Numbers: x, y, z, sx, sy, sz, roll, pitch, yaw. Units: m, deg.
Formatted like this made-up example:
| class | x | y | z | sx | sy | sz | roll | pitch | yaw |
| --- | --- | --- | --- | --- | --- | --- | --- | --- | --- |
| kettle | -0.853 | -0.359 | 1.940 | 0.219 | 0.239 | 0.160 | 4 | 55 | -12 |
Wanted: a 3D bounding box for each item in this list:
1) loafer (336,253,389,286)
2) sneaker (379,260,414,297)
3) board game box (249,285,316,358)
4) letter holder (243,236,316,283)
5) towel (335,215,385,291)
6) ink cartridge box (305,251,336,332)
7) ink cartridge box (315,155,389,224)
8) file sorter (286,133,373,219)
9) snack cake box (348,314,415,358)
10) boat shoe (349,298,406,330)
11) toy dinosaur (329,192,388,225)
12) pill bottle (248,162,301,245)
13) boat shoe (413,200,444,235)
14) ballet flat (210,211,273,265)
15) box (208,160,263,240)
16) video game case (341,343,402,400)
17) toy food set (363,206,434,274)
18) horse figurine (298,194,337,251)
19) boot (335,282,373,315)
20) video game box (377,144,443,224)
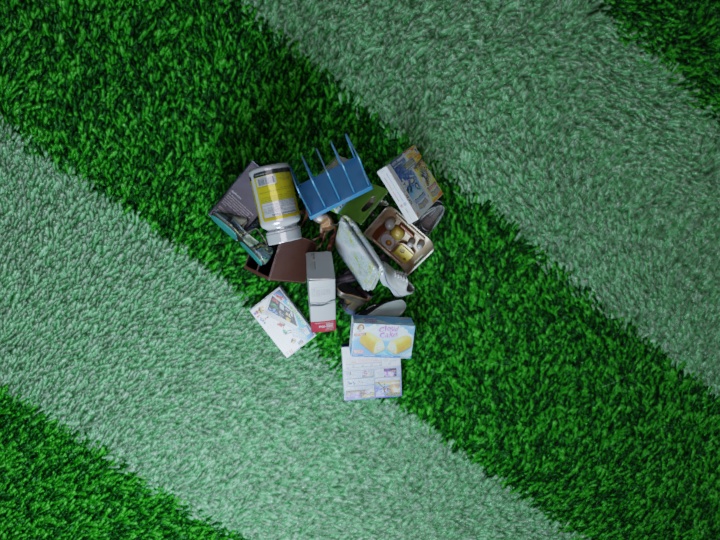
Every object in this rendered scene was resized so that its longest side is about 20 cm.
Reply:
| class | x | y | z | sx | sy | sz | roll | pitch | yaw |
| --- | --- | --- | --- | --- | --- | --- | --- | --- | --- |
| loafer | 0.000 | 0.000 | 1.640 | 0.197 | 0.072 | 0.064 | -16 | 83 | -16 |
| sneaker | 0.112 | 0.021 | 1.603 | 0.070 | 0.200 | 0.074 | -15 | 61 | 21 |
| board game box | -0.250 | 0.167 | 1.667 | 0.125 | 0.035 | 0.201 | -36 | 100 | 3 |
| letter holder | -0.233 | -0.049 | 1.541 | 0.099 | 0.199 | 0.144 | 23 | 96 | 25 |
| towel | -0.006 | -0.049 | 1.524 | 0.048 | 0.172 | 0.201 | -30 | 77 | -21 |
| ink cartridge box | -0.120 | 0.064 | 1.566 | 0.081 | 0.148 | 0.203 | -4 | 127 | -7 |
| ink cartridge box | -0.035 | -0.243 | 1.518 | 0.148 | 0.198 | 0.076 | -50 | 143 | -16 |
| file sorter | -0.091 | -0.269 | 1.434 | 0.197 | 0.140 | 0.123 | -26 | 142 | 2 |
| snack cake box | 0.067 | 0.209 | 1.623 | 0.196 | 0.067 | 0.117 | 3 | 108 | -8 |
| boat shoe | 0.053 | 0.140 | 1.671 | 0.197 | 0.061 | 0.076 | -24 | 120 | -2 |
| toy dinosaur | -0.009 | -0.200 | 1.583 | 0.196 | 0.103 | 0.078 | -14 | 64 | 8 |
| pill bottle | -0.224 | -0.176 | 1.372 | 0.112 | 0.114 | 0.204 | -12 | 97 | -2 |
| boat shoe | 0.193 | -0.139 | 1.629 | 0.072 | 0.071 | 0.201 | 34 | 99 | -9 |
| ballet flat | -0.320 | -0.103 | 1.411 | 0.074 | 0.074 | 0.200 | -44 | 100 | 4 |
| box | -0.327 | -0.208 | 1.521 | 0.117 | 0.197 | 0.200 | 41 | 94 | -8 |
| video game case | 0.037 | 0.331 | 1.708 | 0.196 | 0.045 | 0.185 | -3 | 98 | -3 |
| toy food set | 0.113 | -0.087 | 1.603 | 0.199 | 0.061 | 0.144 | 41 | 125 | -5 |
| horse figurine | -0.140 | -0.153 | 1.616 | 0.200 | 0.050 | 0.133 | 43 | 94 | -9 |
| boot | -0.035 | 0.098 | 1.602 | 0.075 | 0.199 | 0.097 | 45 | 105 | 26 |
| video game box | 0.155 | -0.265 | 1.556 | 0.046 | 0.200 | 0.184 | -21 | 106 | 42 |
